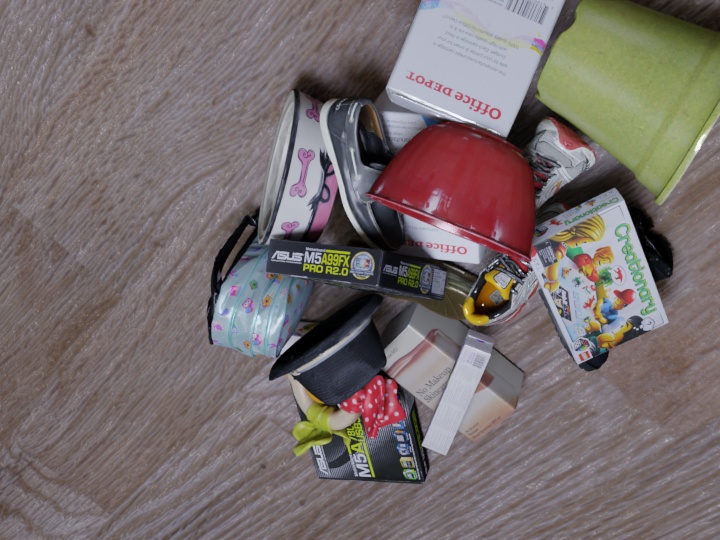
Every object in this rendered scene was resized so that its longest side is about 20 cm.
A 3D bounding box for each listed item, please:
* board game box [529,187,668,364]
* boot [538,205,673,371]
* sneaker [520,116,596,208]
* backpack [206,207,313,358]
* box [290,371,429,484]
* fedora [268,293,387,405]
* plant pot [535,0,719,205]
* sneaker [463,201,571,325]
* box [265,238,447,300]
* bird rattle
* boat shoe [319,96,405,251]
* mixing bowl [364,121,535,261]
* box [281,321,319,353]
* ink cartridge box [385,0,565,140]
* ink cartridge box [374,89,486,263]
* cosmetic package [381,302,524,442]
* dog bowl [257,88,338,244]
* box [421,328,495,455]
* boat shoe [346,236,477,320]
[{"bbox_3d":[0.283,0.012,1.096,0.125,0.035,0.201,-26,123,9],"label":"board game box"},{"bbox_3d":[0.328,0.028,1.182,0.167,0.076,0.202,-20,107,33],"label":"boot"},{"bbox_3d":[0.212,-0.111,1.068,0.078,0.082,0.200,38,166,4],"label":"sneaker"},{"bbox_3d":[-0.135,0.028,1.271,0.125,0.201,0.169,11,124,12],"label":"backpack"},{"bbox_3d":[0.001,0.251,1.462,0.191,0.048,0.202,-2,120,19],"label":"box"},{"bbox_3d":[-0.027,0.117,1.223,0.200,0.201,0.092,-33,97,33],"label":"fedora"},{"bbox_3d":[0.299,-0.205,0.990,0.183,0.200,0.202,32,127,11],"label":"plant pot"},{"bbox_3d":[0.203,0.001,1.139,0.078,0.082,0.201,45,120,18],"label":"sneaker"},{"bbox_3d":[0.000,0.000,1.150,0.158,0.199,0.045,7,87,29],"label":"box"},{"bbox_3d":[-0.039,0.184,1.329,0.200,0.112,0.164,-38,81,46],"label":"bird rattle"},{"bbox_3d":[0.015,-0.109,1.084,0.067,0.072,0.202,-1,118,39],"label":"boat shoe"},{"bbox_3d":[0.115,-0.096,1.006,0.198,0.200,0.110,22,91,5],"label":"mixing bowl"},{"bbox_3d":[-0.101,0.104,1.398,0.197,0.039,0.042,4,123,17],"label":"box"},{"bbox_3d":[0.131,-0.257,1.008,0.143,0.085,0.202,23,91,4],"label":"ink cartridge box"},{"bbox_3d":[0.093,-0.119,1.157,0.143,0.085,0.202,7,125,17],"label":"ink cartridge box"},{"bbox_3d":[0.127,0.141,1.320,0.199,0.088,0.103,38,127,-6],"label":"cosmetic package"},{"bbox_3d":[-0.075,-0.125,1.165,0.073,0.201,0.202,11,127,-13],"label":"dog bowl"},{"bbox_3d":[0.134,0.170,1.258,0.041,0.039,0.202,21,125,6],"label":"box"},{"bbox_3d":[0.075,0.000,1.275,0.199,0.063,0.074,22,131,12],"label":"boat shoe"}]
